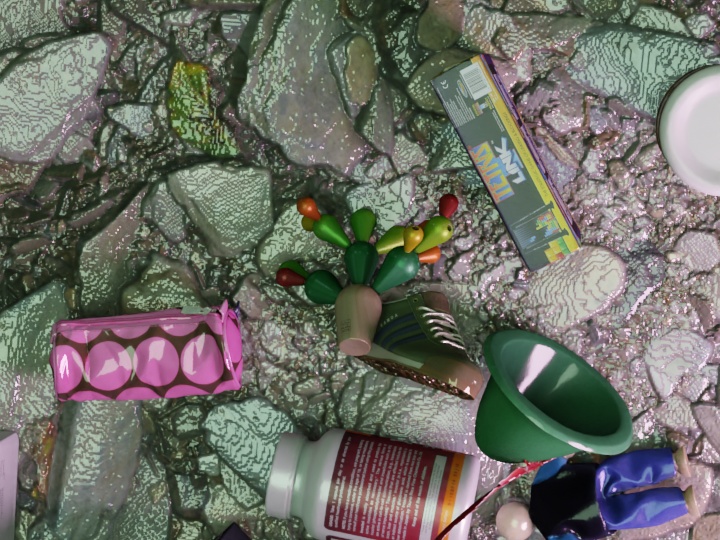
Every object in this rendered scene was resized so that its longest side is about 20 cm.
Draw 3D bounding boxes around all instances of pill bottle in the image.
[{"bbox_3d":[0.012,0.220,1.669,0.199,0.113,0.113,11,98,6],"label":"pill bottle"},{"bbox_3d":[0.327,-0.131,1.541,0.114,0.200,0.115,1,97,8],"label":"pill bottle"}]

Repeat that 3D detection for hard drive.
[{"bbox_3d":[-0.389,0.245,1.684,0.027,0.200,0.132,5,97,7],"label":"hard drive"}]

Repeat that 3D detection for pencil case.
[{"bbox_3d":[-0.218,0.080,1.700,0.199,0.091,0.094,-7,131,7],"label":"pencil case"}]

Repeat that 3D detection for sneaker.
[{"bbox_3d":[0.060,0.060,1.619,0.067,0.200,0.090,32,80,-31],"label":"sneaker"}]

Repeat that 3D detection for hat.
[{"bbox_3d":[0.139,0.174,1.632,0.176,0.200,0.166,-56,47,26],"label":"hat"}]

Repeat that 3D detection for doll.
[{"bbox_3d":[0.231,0.234,1.669,0.199,0.048,0.137,-13,73,11],"label":"doll"}]

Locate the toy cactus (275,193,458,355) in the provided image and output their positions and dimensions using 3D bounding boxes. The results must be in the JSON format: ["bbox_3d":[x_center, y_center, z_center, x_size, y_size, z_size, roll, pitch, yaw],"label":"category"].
[{"bbox_3d":[0.000,0.000,1.631,0.199,0.102,0.165,-10,52,19],"label":"toy cactus"}]

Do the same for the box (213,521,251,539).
[{"bbox_3d":[-0.168,0.343,1.664,0.141,0.200,0.079,-41,90,10],"label":"box"}]

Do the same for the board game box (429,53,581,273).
[{"bbox_3d":[0.139,-0.105,1.588,0.057,0.165,0.200,-27,92,9],"label":"board game box"}]
